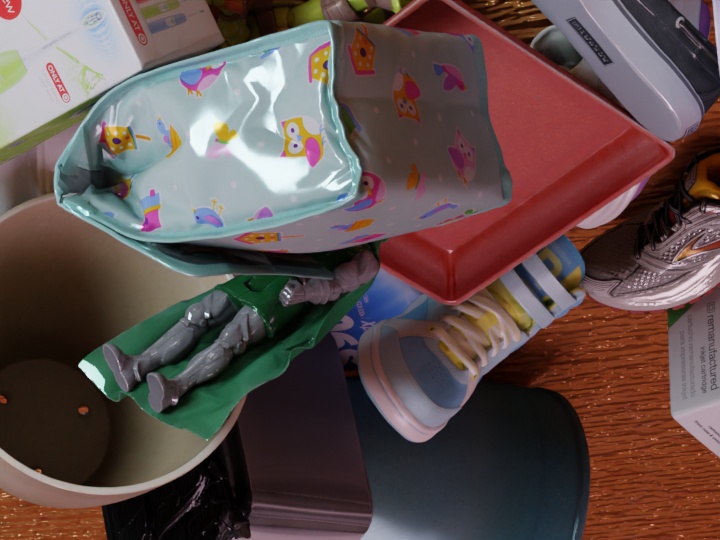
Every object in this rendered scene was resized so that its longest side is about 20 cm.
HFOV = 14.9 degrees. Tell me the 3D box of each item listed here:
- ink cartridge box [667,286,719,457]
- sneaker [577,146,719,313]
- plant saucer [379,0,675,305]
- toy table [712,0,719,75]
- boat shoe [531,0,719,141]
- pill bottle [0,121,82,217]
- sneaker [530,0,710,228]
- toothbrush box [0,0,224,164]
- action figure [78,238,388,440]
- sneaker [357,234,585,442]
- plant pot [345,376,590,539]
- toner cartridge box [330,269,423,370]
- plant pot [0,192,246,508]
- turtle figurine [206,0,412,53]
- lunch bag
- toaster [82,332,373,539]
[{"bbox_3d":[0.305,0.025,1.796,0.200,0.147,0.083,-21,140,30],"label":"ink cartridge box"},{"bbox_3d":[0.221,-0.040,1.775,0.200,0.078,0.082,-27,133,25],"label":"sneaker"},{"bbox_3d":[0.049,-0.077,1.627,0.200,0.037,0.199,30,133,-30],"label":"plant saucer"},{"bbox_3d":[0.261,-0.134,1.528,0.117,0.200,0.184,-6,106,11],"label":"toy table"},{"bbox_3d":[0.136,-0.163,1.557,0.200,0.057,0.069,50,163,-17],"label":"boat shoe"},{"bbox_3d":[-0.258,-0.079,1.692,0.199,0.114,0.114,0,148,2],"label":"pill bottle"},{"bbox_3d":[0.143,-0.106,1.677,0.099,0.075,0.200,13,138,-5],"label":"sneaker"},{"bbox_3d":[-0.197,-0.147,1.538,0.200,0.146,0.086,-24,-178,34],"label":"toothbrush box"},{"bbox_3d":[-0.055,0.016,1.600,0.118,0.200,0.055,29,141,38],"label":"action figure"},{"bbox_3d":[0.077,0.029,1.755,0.130,0.200,0.080,-36,97,23],"label":"sneaker"},{"bbox_3d":[0.033,0.159,1.968,0.188,0.201,0.200,17,145,-25],"label":"plant pot"},{"bbox_3d":[0.000,0.000,1.869,0.095,0.043,0.200,-4,147,7],"label":"toner cartridge box"},{"bbox_3d":[-0.180,0.071,1.699,0.187,0.188,0.200,10,159,-13],"label":"plant pot"},{"bbox_3d":[-0.039,-0.133,1.640,0.161,0.065,0.200,-13,144,12],"label":"turtle figurine"},{"bbox_3d":[-0.046,-0.058,1.498,0.200,0.122,0.170,-17,172,30],"label":"lunch bag"},{"bbox_3d":[-0.093,0.140,1.868,0.118,0.200,0.181,8,142,-31],"label":"toaster"}]
